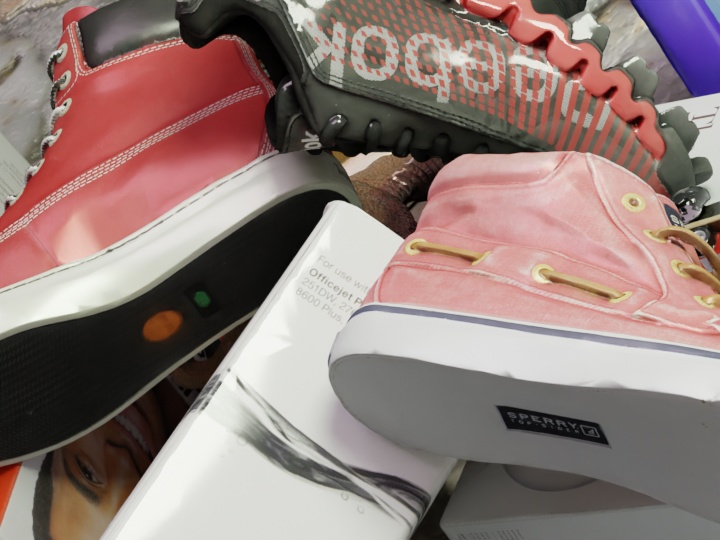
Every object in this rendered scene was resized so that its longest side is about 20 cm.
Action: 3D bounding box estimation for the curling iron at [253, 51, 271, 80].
[{"bbox_3d":[-0.095,-0.015,1.077,0.200,0.026,0.050,-43,64,-13],"label":"curling iron"}]

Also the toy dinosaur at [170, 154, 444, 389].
[{"bbox_3d":[0.000,0.000,1.098,0.135,0.086,0.200,-11,46,19],"label":"toy dinosaur"}]

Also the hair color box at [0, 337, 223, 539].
[{"bbox_3d":[-0.110,0.067,1.103,0.061,0.102,0.200,-20,36,28],"label":"hair color box"}]

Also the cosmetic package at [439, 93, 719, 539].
[{"bbox_3d":[0.129,0.018,0.961,0.150,0.052,0.200,-8,42,38],"label":"cosmetic package"}]

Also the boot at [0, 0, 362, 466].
[{"bbox_3d":[-0.115,-0.021,1.036,0.200,0.072,0.144,-30,53,-4],"label":"boot"}]

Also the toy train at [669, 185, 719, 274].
[{"bbox_3d":[0.125,-0.008,0.918,0.200,0.034,0.046,-17,40,30],"label":"toy train"}]

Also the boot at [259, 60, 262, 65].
[{"bbox_3d":[-0.007,-0.182,1.171,0.175,0.200,0.066,-9,42,5],"label":"boot"}]

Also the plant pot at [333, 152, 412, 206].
[{"bbox_3d":[-0.029,-0.065,1.264,0.200,0.028,0.200,-27,32,18],"label":"plant pot"}]

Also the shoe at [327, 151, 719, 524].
[{"bbox_3d":[0.093,0.017,0.856,0.200,0.072,0.091,10,56,27],"label":"shoe"}]

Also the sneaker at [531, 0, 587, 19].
[{"bbox_3d":[0.064,-0.112,1.105,0.200,0.071,0.099,-46,-25,-83],"label":"sneaker"}]

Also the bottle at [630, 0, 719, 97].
[{"bbox_3d":[0.193,-0.146,1.077,0.200,0.084,0.065,-31,21,11],"label":"bottle"}]

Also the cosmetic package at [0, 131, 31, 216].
[{"bbox_3d":[-0.204,0.034,1.263,0.107,0.085,0.200,-23,35,27],"label":"cosmetic package"}]

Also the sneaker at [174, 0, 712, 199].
[{"bbox_3d":[0.022,-0.064,0.971,0.098,0.200,0.071,-56,4,-7],"label":"sneaker"}]

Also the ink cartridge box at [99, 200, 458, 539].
[{"bbox_3d":[-0.038,0.096,0.942,0.200,0.084,0.145,-56,-2,-27],"label":"ink cartridge box"}]
